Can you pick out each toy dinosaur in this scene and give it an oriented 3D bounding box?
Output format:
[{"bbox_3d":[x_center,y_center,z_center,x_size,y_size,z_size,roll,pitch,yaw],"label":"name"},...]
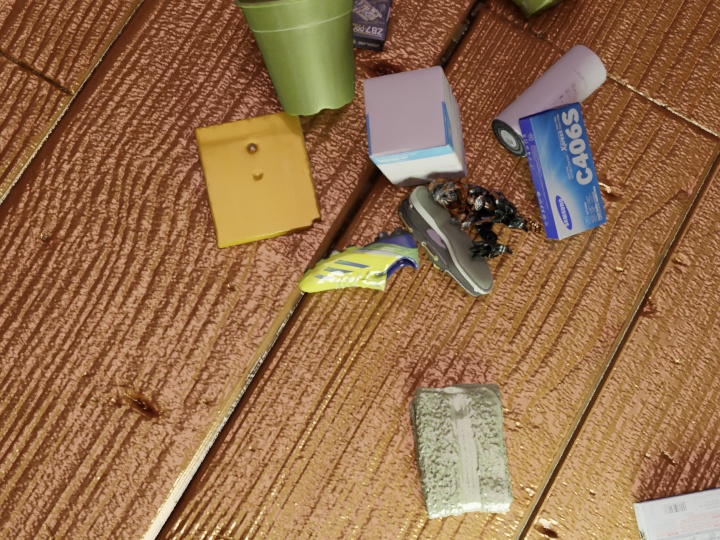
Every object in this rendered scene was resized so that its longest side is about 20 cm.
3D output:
[{"bbox_3d":[0.207,-0.097,1.595,0.198,0.103,0.136,-2,37,-11],"label":"toy dinosaur"}]

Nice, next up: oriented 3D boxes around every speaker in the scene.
[{"bbox_3d":[0.314,-0.282,1.657,0.200,0.081,0.081,-43,83,-11],"label":"speaker"}]

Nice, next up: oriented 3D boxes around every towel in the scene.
[{"bbox_3d":[0.155,0.275,1.544,0.147,0.037,0.202,-4,77,-3],"label":"towel"}]

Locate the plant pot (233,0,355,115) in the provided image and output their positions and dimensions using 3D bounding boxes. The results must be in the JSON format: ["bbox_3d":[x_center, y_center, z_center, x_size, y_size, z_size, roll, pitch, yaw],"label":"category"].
[{"bbox_3d":[-0.083,-0.355,1.591,0.199,0.200,0.191,-15,115,-6],"label":"plant pot"}]

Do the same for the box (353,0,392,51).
[{"bbox_3d":[-0.043,-0.470,1.698,0.198,0.049,0.162,9,75,-1],"label":"box"}]

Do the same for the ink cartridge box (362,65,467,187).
[{"bbox_3d":[0.091,-0.217,1.581,0.124,0.200,0.130,-8,77,13],"label":"ink cartridge box"}]

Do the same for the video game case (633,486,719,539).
[{"bbox_3d":[0.534,0.428,1.524,0.198,0.045,0.183,-9,76,-5],"label":"video game case"}]

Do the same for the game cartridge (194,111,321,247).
[{"bbox_3d":[-0.166,-0.151,1.629,0.175,0.032,0.202,-11,80,-6],"label":"game cartridge"}]

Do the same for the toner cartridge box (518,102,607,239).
[{"bbox_3d":[0.325,-0.160,1.607,0.094,0.043,0.201,-19,100,-16],"label":"toner cartridge box"}]

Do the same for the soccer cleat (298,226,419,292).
[{"bbox_3d":[0.000,0.000,1.585,0.199,0.065,0.084,-22,83,-8],"label":"soccer cleat"}]

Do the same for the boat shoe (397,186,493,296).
[{"bbox_3d":[0.136,-0.039,1.605,0.202,0.061,0.072,55,40,5],"label":"boat shoe"}]

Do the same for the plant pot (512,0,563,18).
[{"bbox_3d":[0.288,-0.536,1.672,0.199,0.200,0.194,-29,92,-9],"label":"plant pot"}]
